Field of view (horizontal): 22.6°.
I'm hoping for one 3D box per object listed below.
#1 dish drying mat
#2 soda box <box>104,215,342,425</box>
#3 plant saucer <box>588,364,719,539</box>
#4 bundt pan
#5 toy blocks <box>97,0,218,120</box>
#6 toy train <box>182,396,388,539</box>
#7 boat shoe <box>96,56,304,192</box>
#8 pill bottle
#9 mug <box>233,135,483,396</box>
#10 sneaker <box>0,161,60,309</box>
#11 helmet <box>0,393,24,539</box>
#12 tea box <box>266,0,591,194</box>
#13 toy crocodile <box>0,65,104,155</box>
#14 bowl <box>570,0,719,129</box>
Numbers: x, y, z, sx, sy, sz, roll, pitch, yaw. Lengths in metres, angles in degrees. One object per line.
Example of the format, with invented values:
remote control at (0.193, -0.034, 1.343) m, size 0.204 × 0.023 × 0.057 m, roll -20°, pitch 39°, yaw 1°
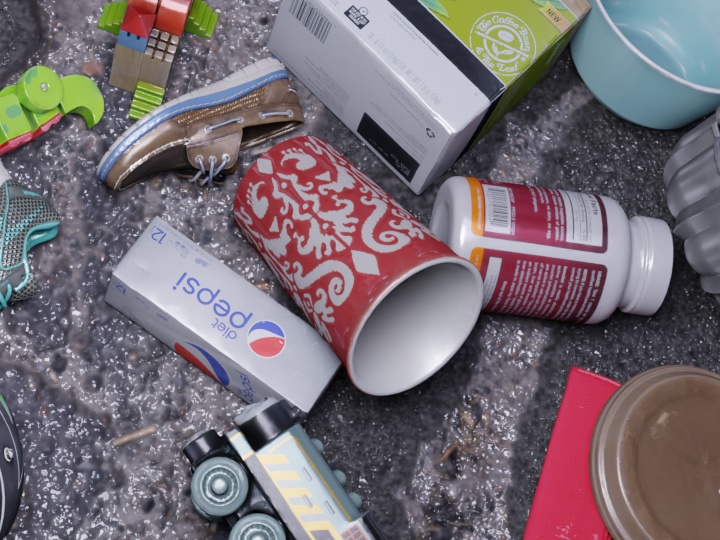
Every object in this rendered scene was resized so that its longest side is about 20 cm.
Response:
dish drying mat at (0.190, 0.184, 1.542) m, size 0.076 × 0.018 × 0.202 m, roll 21°, pitch 66°, yaw -4°
soda box at (-0.113, 0.047, 1.497) m, size 0.199 × 0.064 × 0.069 m, roll 35°, pitch 64°, yaw 1°
plant saucer at (0.291, 0.175, 1.554) m, size 0.198 × 0.029 × 0.202 m, roll 7°, pitch 68°, yaw -18°
bundt pan at (0.334, -0.042, 1.593) m, size 0.202 × 0.075 × 0.204 m, roll 39°, pitch 38°, yaw -39°
toy blocks at (-0.167, -0.248, 1.560) m, size 0.099 × 0.137 × 0.202 m, roll 18°, pitch 66°, yaw -6°
toy train at (-0.055, 0.199, 1.432) m, size 0.113 × 0.085 × 0.201 m, roll -33°, pitch 82°, yaw -12°
boat shoe at (-0.132, -0.114, 1.551) m, size 0.199 × 0.072 × 0.073 m, roll -32°, pitch 80°, yaw -23°
pill bottle at (0.163, -0.014, 1.562) m, size 0.198 × 0.113 × 0.114 m, roll 8°, pitch 67°, yaw -11°
mug at (-0.009, 0.003, 1.495) m, size 0.133 × 0.179 × 0.200 m, roll -28°, pitch 51°, yaw -22°
sneaker at (-0.309, 0.008, 1.462) m, size 0.091 × 0.078 × 0.201 m, roll 27°, pitch 67°, yaw -6°
helmet at (-0.349, 0.139, 1.336) m, size 0.190 × 0.199 × 0.202 m, roll 10°, pitch 62°, yaw -46°
tea box at (0.059, -0.217, 1.605) m, size 0.200 × 0.134 × 0.197 m, roll 44°, pitch 65°, yaw 6°
toy crocodile at (-0.304, -0.120, 1.500) m, size 0.199 × 0.067 × 0.062 m, roll -28°, pitch 93°, yaw -40°
bowl at (0.272, -0.209, 1.654) m, size 0.199 × 0.105 × 0.202 m, roll 14°, pitch 51°, yaw -18°
